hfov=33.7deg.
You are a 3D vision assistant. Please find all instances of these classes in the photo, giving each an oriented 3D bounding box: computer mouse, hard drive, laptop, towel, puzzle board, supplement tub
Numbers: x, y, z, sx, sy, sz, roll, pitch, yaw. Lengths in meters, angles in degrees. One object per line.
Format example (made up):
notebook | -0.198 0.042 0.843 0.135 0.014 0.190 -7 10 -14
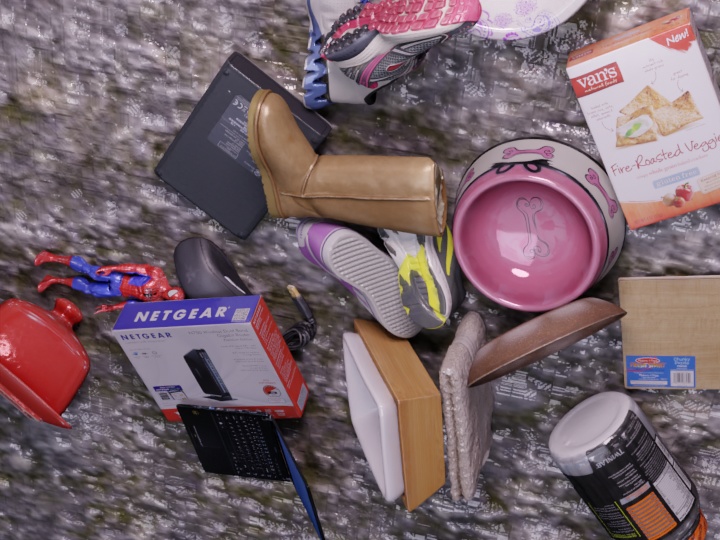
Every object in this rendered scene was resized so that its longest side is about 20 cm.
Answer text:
computer mouse | -0.146 0.038 1.491 0.140 0.046 0.201 -21 111 27
hard drive | -0.141 -0.139 1.383 0.139 0.033 0.200 37 129 -7
laptop | -0.140 0.270 1.552 0.199 0.104 0.178 4 142 12
towel | 0.131 0.167 1.440 0.034 0.133 0.201 2 120 18
puzzle board | 0.404 0.072 1.382 0.199 0.017 0.151 -1 119 16
supplement tub | 0.328 0.256 1.442 0.122 0.123 0.200 -29 108 27

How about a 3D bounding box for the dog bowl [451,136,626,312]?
dog bowl | 0.192 -0.043 1.328 0.199 0.074 0.201 10 119 18

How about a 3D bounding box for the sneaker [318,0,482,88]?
sneaker | 0.048 -0.234 1.168 0.075 0.081 0.199 38 154 -29

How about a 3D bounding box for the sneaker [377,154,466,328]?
sneaker | 0.072 -0.035 1.381 0.074 0.085 0.201 -8 94 29

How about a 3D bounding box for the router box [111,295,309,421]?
router box | -0.189 0.115 1.511 0.199 0.049 0.180 -4 133 22

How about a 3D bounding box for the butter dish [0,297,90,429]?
butter dish | -0.423 0.100 1.552 0.199 0.148 0.200 44 162 -11

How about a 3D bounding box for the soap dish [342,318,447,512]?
soap dish | 0.041 0.168 1.437 0.081 0.200 0.158 -11 117 -11

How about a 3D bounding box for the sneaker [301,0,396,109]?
sneaker | 0.002 -0.260 1.275 0.114 0.081 0.200 9 127 6

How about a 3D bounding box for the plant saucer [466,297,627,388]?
plant saucer | 0.205 0.077 1.353 0.200 0.200 0.037 -30 77 27

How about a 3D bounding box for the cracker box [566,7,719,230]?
cracker box | 0.315 -0.157 1.254 0.133 0.058 0.201 -18 112 23

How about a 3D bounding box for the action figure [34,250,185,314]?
action figure | -0.320 0.018 1.529 0.199 0.052 0.066 7 116 8

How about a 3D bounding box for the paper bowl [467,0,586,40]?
paper bowl | 0.147 -0.337 1.171 0.199 0.104 0.202 6 119 11

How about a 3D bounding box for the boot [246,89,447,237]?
boot | -0.011 -0.117 1.288 0.199 0.066 0.176 6 139 18

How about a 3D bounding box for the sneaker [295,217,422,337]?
sneaker | 0.000 -0.001 1.428 0.073 0.114 0.201 -50 128 -10
